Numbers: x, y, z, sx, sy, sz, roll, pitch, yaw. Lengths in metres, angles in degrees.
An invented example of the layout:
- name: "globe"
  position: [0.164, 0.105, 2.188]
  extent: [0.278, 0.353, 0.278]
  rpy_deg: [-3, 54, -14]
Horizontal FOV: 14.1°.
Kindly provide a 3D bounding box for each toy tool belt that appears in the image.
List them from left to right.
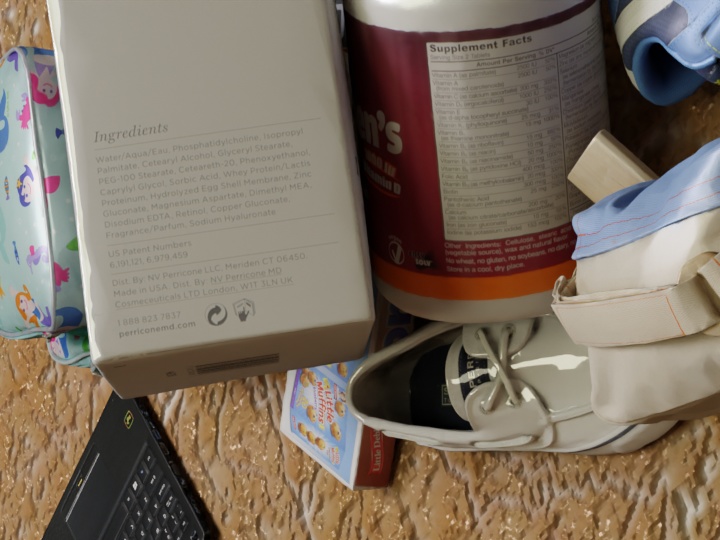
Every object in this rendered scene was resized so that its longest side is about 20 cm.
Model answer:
- name: "toy tool belt"
  position: [0.156, -0.023, 1.111]
  extent: [0.200, 0.124, 0.124]
  rpy_deg: [-29, 73, 49]

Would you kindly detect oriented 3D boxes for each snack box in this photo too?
- name: "snack box"
  position: [0.000, 0.000, 1.389]
  extent: [0.072, 0.024, 0.201]
  rpy_deg: [35, 123, 50]

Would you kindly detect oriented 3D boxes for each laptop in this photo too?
- name: "laptop"
  position: [-0.161, 0.186, 1.557]
  extent: [0.178, 0.103, 0.200]
  rpy_deg: [-61, 42, 30]

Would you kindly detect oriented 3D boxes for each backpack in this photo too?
- name: "backpack"
  position: [-0.120, -0.036, 1.468]
  extent: [0.200, 0.150, 0.179]
  rpy_deg: [156, 108, -73]

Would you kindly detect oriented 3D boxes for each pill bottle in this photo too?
- name: "pill bottle"
  position: [0.049, -0.088, 1.226]
  extent: [0.109, 0.109, 0.201]
  rpy_deg: [27, 130, 52]

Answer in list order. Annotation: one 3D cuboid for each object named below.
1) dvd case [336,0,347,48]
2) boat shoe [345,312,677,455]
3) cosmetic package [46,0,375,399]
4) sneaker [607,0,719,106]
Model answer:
- name: "dvd case"
  position: [-0.016, -0.176, 1.450]
  extent: [0.150, 0.025, 0.201]
  rpy_deg: [3, 89, 55]
- name: "boat shoe"
  position: [0.067, 0.050, 1.276]
  extent: [0.200, 0.065, 0.074]
  rpy_deg: [-22, 69, 52]
- name: "cosmetic package"
  position: [-0.066, -0.058, 1.272]
  extent: [0.199, 0.122, 0.201]
  rpy_deg: [106, 155, -84]
- name: "sneaker"
  position: [0.166, -0.118, 1.148]
  extent: [0.200, 0.074, 0.083]
  rpy_deg: [-17, 70, 62]
